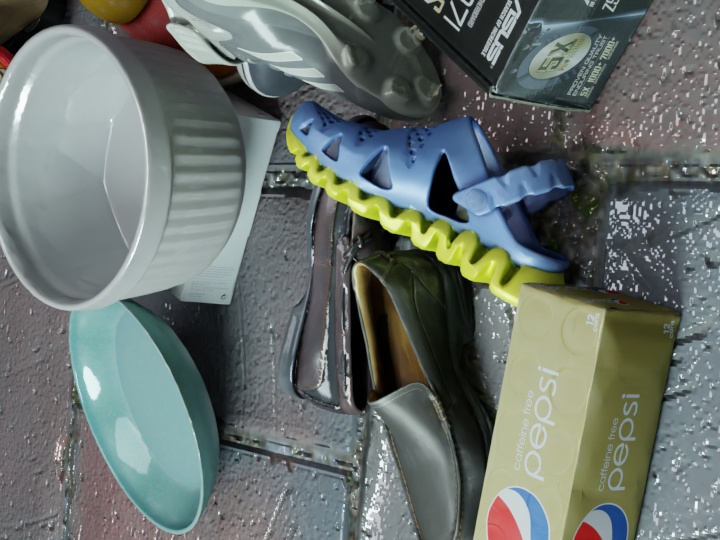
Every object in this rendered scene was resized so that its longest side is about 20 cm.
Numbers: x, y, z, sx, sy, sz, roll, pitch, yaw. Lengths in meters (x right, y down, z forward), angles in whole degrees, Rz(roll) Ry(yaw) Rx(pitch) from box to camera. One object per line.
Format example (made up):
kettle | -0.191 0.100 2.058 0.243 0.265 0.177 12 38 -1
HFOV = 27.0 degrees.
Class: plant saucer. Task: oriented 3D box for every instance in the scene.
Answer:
plant saucer | -0.161 0.103 1.153 0.200 0.036 0.200 33 134 43

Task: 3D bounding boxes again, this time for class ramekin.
ramekin | -0.172 -0.075 1.082 0.200 0.105 0.200 5 97 44

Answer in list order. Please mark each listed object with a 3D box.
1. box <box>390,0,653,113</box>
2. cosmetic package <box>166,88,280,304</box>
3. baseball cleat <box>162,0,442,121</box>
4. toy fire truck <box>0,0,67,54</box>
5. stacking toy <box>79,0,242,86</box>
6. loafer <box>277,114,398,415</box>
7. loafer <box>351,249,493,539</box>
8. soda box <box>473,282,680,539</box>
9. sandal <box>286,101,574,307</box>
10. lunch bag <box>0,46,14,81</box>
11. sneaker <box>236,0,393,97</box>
box | 0.104 -0.219 0.860 0.164 0.086 0.200 51 124 39
cosmetic package | -0.153 -0.081 1.190 0.200 0.052 0.151 33 109 46
baseball cleat | -0.044 -0.153 0.979 0.106 0.200 0.070 -35 23 56
toy fire truck | -0.363 -0.310 1.424 0.176 0.129 0.200 -20 60 49
stacking toy | -0.162 -0.217 1.094 0.146 0.200 0.146 -5 83 51
loafer | 0.000 0.000 0.992 0.063 0.072 0.200 24 110 32
loafer | 0.032 0.083 0.930 0.073 0.072 0.200 -27 67 45
soda box | 0.115 0.110 0.835 0.068 0.064 0.200 19 102 50
sandal | 0.048 -0.055 0.895 0.200 0.079 0.087 29 100 14
lunch bag | -0.341 -0.119 1.361 0.200 0.082 0.176 16 138 50
sneaker | -0.021 -0.192 1.017 0.079 0.078 0.200 49 127 36
